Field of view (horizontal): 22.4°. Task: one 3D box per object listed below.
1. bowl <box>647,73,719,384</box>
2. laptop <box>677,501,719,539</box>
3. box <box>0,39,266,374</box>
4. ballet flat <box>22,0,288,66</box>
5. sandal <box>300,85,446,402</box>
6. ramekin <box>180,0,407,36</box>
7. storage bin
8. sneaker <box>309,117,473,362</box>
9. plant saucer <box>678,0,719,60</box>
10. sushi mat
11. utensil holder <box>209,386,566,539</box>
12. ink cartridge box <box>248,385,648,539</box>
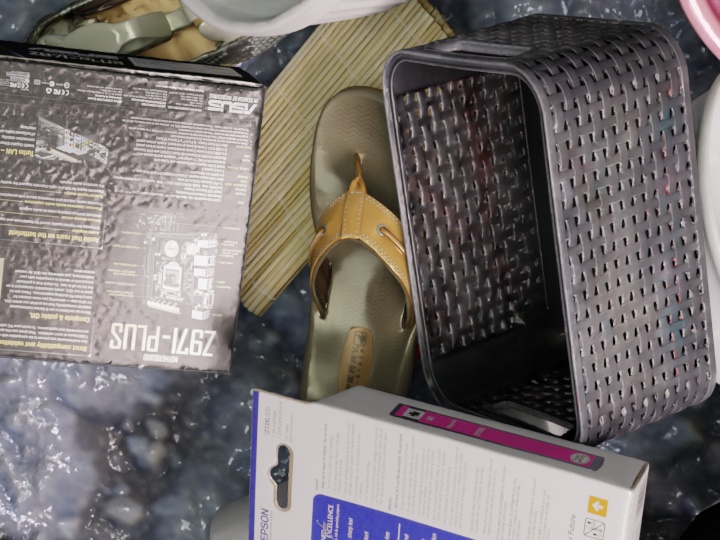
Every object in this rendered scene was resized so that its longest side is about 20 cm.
[{"bbox_3d":[0.209,-0.011,0.999,0.090,0.201,0.201,-19,94,40],"label":"bowl"},{"bbox_3d":[0.213,0.185,0.992,0.103,0.177,0.200,7,95,19],"label":"laptop"},{"bbox_3d":[-0.163,-0.038,0.995,0.200,0.086,0.164,4,101,-13],"label":"box"},{"bbox_3d":[-0.109,-0.143,1.053,0.200,0.072,0.072,-21,93,6],"label":"ballet flat"},{"bbox_3d":[0.000,0.000,0.991,0.080,0.054,0.200,8,93,17],"label":"sandal"},{"bbox_3d":[-0.022,-0.220,0.942,0.202,0.094,0.203,4,95,46],"label":"ramekin"},{"bbox_3d":[0.096,-0.021,0.928,0.094,0.135,0.200,-19,110,-29],"label":"storage bin"},{"bbox_3d":[0.001,-0.005,1.067,0.082,0.077,0.200,23,96,29],"label":"sneaker"},{"bbox_3d":[0.252,-0.185,0.935,0.200,0.051,0.201,-1,109,-2],"label":"plant saucer"},{"bbox_3d":[-0.024,-0.076,1.041,0.200,0.012,0.096,-48,62,20],"label":"sushi mat"},{"bbox_3d":[0.036,0.175,1.021,0.200,0.170,0.170,-19,93,7],"label":"utensil holder"},{"bbox_3d":[0.040,0.117,0.905,0.200,0.037,0.095,13,117,19],"label":"ink cartridge box"}]
